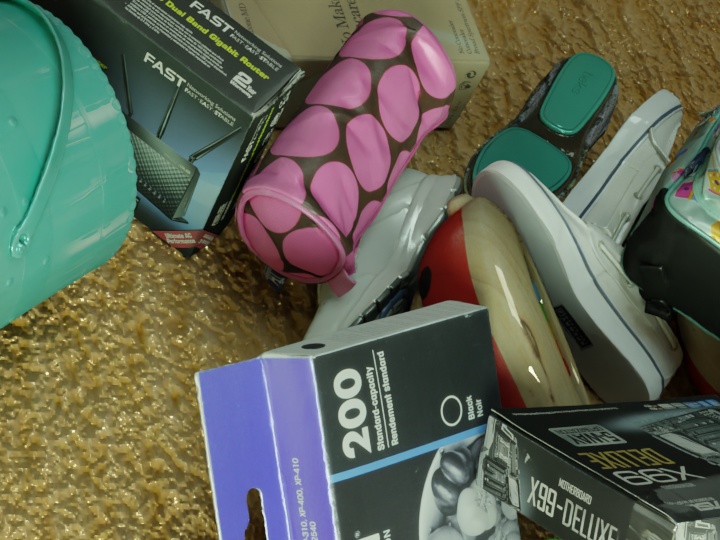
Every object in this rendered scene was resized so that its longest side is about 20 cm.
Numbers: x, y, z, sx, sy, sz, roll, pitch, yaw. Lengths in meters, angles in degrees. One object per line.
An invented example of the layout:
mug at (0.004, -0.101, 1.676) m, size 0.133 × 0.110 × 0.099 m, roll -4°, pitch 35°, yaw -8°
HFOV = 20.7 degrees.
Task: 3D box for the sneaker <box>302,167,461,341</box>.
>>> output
sneaker at (0.000, 0.000, 1.318) m, size 0.086 × 0.075 × 0.200 m, roll 19°, pitch 43°, yaw 13°

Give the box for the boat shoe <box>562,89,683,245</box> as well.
boat shoe at (0.203, -0.050, 1.439) m, size 0.086 × 0.075 × 0.202 m, roll 36°, pitch 50°, yaw 6°

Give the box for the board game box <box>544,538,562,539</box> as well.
board game box at (0.175, 0.261, 1.132) m, size 0.152 × 0.040 × 0.202 m, roll 7°, pitch 80°, yaw -17°

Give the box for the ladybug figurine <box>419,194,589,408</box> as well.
ladybug figurine at (0.091, 0.050, 1.262) m, size 0.136 × 0.071 × 0.202 m, roll -12°, pitch 80°, yaw -80°

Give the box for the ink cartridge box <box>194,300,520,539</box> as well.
ink cartridge box at (0.007, 0.134, 1.137) m, size 0.199 × 0.043 × 0.200 m, roll -14°, pitch 99°, yaw -38°

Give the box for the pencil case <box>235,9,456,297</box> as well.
pencil case at (-0.004, -0.079, 1.289) m, size 0.093 × 0.091 × 0.201 m, roll 36°, pitch 55°, yaw -6°

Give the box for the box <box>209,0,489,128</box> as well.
box at (-0.019, -0.160, 1.418) m, size 0.198 × 0.078 × 0.096 m, roll -3°, pitch 56°, yaw -28°

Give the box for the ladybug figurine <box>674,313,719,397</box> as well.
ladybug figurine at (0.280, 0.036, 1.408) m, size 0.135 × 0.072 × 0.201 m, roll 23°, pitch 47°, yaw -7°

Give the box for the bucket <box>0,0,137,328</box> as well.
bucket at (-0.238, -0.060, 1.157) m, size 0.207 × 0.208 × 0.134 m, roll 46°, pitch 45°, yaw 15°

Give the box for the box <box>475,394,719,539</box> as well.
box at (0.191, 0.128, 1.150) m, size 0.199 × 0.050 × 0.157 m, roll 0°, pitch 19°, yaw -38°

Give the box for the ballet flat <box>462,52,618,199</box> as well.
ballet flat at (0.130, -0.081, 1.433) m, size 0.072 × 0.072 × 0.200 m, roll 36°, pitch 49°, yaw 5°

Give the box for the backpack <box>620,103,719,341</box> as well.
backpack at (0.292, -0.044, 1.325) m, size 0.175 × 0.154 × 0.200 m, roll 33°, pitch 45°, yaw 6°

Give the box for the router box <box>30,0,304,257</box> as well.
router box at (-0.150, -0.123, 1.276) m, size 0.199 × 0.150 × 0.062 m, roll 36°, pitch 48°, yaw 6°

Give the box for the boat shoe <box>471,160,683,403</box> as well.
boat shoe at (0.149, 0.002, 1.346) m, size 0.065 × 0.073 × 0.201 m, roll -42°, pitch 107°, yaw -33°
